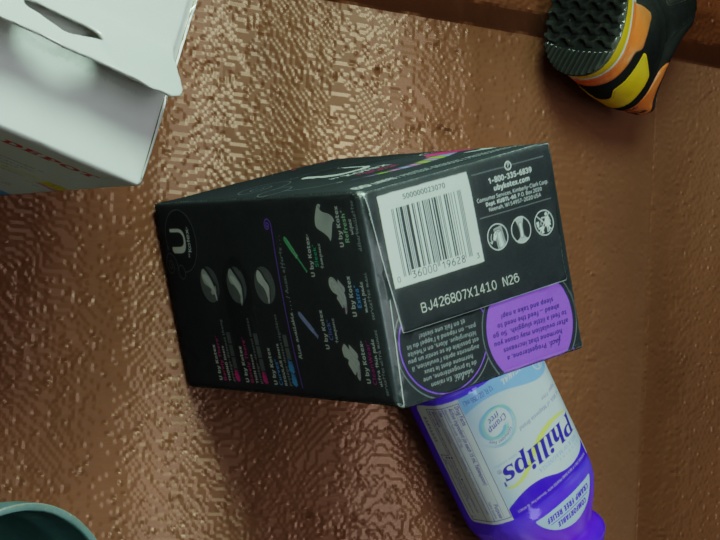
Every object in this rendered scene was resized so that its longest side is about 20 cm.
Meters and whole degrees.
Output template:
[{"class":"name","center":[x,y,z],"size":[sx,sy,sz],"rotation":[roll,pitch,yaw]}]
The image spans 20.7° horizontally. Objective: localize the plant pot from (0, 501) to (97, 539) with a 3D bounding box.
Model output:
[{"class":"plant pot","center":[-0.214,0.193,0.874],"size":[0.200,0.134,0.201],"rotation":[-27,120,-61]}]

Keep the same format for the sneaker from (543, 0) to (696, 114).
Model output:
[{"class":"sneaker","center":[0.179,-0.193,1.220],"size":[0.090,0.070,0.201],"rotation":[35,70,-45]}]

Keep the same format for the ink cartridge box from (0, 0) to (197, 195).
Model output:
[{"class":"ink cartridge box","center":[-0.166,-0.115,0.889],"size":[0.128,0.200,0.126],"rotation":[22,77,-33]}]

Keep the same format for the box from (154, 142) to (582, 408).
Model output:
[{"class":"box","center":[0.000,0.000,1.005],"size":[0.122,0.200,0.107],"rotation":[-16,99,-34]}]

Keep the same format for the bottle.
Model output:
[{"class":"bottle","center":[0.093,0.120,1.151],"size":[0.083,0.065,0.201],"rotation":[-36,109,-31]}]
